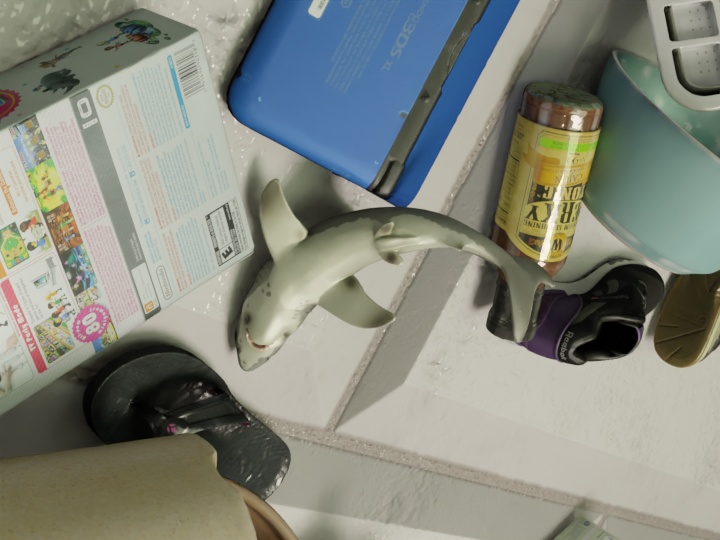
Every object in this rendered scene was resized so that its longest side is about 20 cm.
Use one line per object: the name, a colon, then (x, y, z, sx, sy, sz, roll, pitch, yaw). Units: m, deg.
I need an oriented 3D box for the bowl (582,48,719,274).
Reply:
bowl: (0.247, -0.073, 0.927, 0.201, 0.201, 0.105, 6, 129, -47)

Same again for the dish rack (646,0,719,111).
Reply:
dish rack: (0.313, -0.212, 0.897, 0.200, 0.044, 0.172, -9, 84, 0)

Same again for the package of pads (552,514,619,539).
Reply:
package of pads: (0.208, 0.375, 1.224, 0.154, 0.068, 0.200, -37, 134, -25)

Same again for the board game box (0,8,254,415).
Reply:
board game box: (-0.162, -0.027, 0.610, 0.200, 0.064, 0.148, -34, 133, -28)

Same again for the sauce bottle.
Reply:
sauce bottle: (0.137, -0.041, 0.906, 0.065, 0.065, 0.200, -14, 122, -40)

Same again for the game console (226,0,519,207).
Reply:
game console: (0.021, -0.154, 0.757, 0.171, 0.118, 0.200, 27, 93, -19)

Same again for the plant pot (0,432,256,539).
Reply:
plant pot: (-0.154, 0.170, 0.602, 0.183, 0.200, 0.201, -12, 122, -27)

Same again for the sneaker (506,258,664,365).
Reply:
sneaker: (0.218, 0.047, 1.023, 0.200, 0.088, 0.076, -14, 122, -41)

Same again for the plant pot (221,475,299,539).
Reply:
plant pot: (-0.130, 0.218, 0.736, 0.201, 0.093, 0.201, 1, 87, -15)

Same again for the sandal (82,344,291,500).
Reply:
sandal: (-0.098, 0.107, 0.766, 0.075, 0.048, 0.200, -55, 140, -6)

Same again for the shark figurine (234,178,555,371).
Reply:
shark figurine: (0.015, -0.015, 0.769, 0.214, 0.090, 0.128, -9, 106, 7)

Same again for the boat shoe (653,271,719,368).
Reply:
boat shoe: (0.353, 0.002, 1.157, 0.066, 0.072, 0.201, 8, 107, -58)
